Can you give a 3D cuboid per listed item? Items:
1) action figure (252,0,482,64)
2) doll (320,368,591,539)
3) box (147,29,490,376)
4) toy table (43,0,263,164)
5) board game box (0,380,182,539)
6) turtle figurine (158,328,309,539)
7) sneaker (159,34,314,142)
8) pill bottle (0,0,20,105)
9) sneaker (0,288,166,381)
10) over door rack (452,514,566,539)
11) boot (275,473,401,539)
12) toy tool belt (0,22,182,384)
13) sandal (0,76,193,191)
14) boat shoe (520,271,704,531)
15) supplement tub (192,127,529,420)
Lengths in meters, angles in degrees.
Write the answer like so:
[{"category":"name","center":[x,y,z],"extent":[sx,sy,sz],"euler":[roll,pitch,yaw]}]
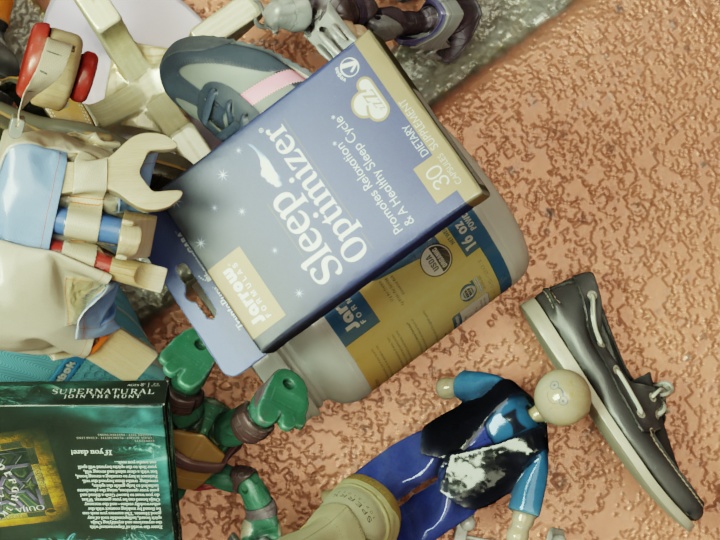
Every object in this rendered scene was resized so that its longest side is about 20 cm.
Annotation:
[{"category":"action figure","center":[0.000,-0.178,1.216],"extent":[0.200,0.069,0.130],"euler":[-14,70,-46]},{"category":"doll","center":[0.076,0.136,1.231],"extent":[0.200,0.048,0.137],"euler":[-35,62,8]},{"category":"box","center":[-0.037,-0.036,1.068],"extent":[0.200,0.032,0.121],"euler":[-37,81,12]},{"category":"toy table","center":[-0.150,-0.128,1.232],"extent":[0.200,0.117,0.184],"euler":[44,85,-1]},{"category":"board game box","center":[-0.214,0.130,1.098],"extent":[0.200,0.028,0.135],"euler":[0,122,1]},{"category":"turtle figurine","center":[-0.114,0.124,1.166],"extent":[0.149,0.200,0.101],"euler":[11,48,-20]},{"category":"sneaker","center":[-0.051,-0.082,1.119],"extent":[0.200,0.070,0.082],"euler":[25,50,12]},{"category":"pill bottle","center":[-0.299,-0.106,1.226],"extent":[0.106,0.106,0.200],"euler":[14,86,-2]},{"category":"sneaker","center":[-0.219,0.034,1.196],"extent":[0.080,0.131,0.200],"euler":[-45,131,9]},{"category":"over door rack","center":[0.121,0.280,1.244],"extent":[0.147,0.067,0.200],"euler":[13,85,-2]},{"category":"boot","center":[-0.053,0.243,1.165],"extent":[0.073,0.155,0.200],"euler":[31,119,21]},{"category":"toy tool belt","center":[-0.160,-0.036,1.052],"extent":[0.123,0.125,0.200],"euler":[14,102,-14]},{"category":"sandal","center":[-0.194,-0.094,1.133],"extent":[0.200,0.082,0.055],"euler":[16,70,-2]},{"category":"boat shoe","center":[0.193,0.091,1.259],"extent":[0.063,0.073,0.200],"euler":[-34,84,-2]},{"category":"supplement tub","center":[0.000,0.000,1.216],"extent":[0.200,0.145,0.145],"euler":[-37,89,-5]}]
